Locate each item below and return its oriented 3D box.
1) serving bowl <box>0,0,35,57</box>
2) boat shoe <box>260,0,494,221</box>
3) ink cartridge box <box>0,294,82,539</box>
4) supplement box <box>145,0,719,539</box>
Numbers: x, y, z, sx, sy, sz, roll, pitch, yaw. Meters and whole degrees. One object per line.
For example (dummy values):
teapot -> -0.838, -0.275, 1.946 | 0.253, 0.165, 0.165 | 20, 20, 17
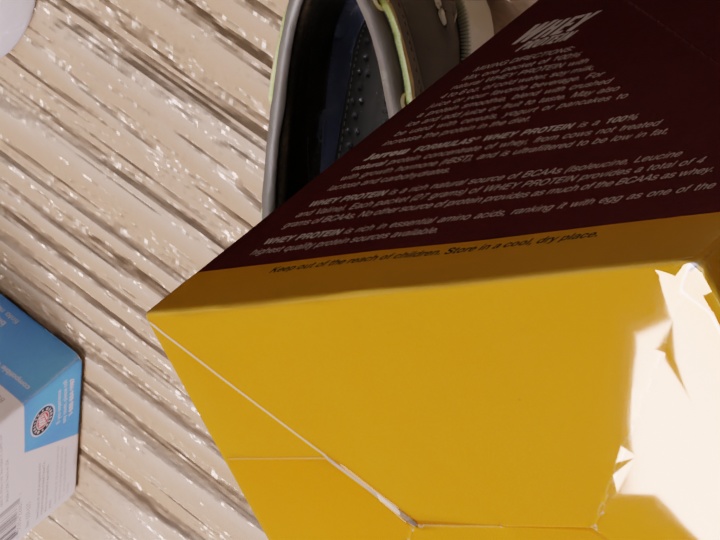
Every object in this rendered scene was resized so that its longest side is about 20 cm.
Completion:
serving bowl -> -0.221, -0.156, 0.900 | 0.199, 0.066, 0.201 | 29, 140, 28
boat shoe -> -0.002, 0.000, 0.719 | 0.072, 0.060, 0.203 | 6, 91, 41
ink cartridge box -> -0.221, 0.111, 1.035 | 0.067, 0.200, 0.116 | 36, 143, 19
supplement box -> 0.095, 0.007, 0.583 | 0.197, 0.200, 0.133 | -6, 117, 50
